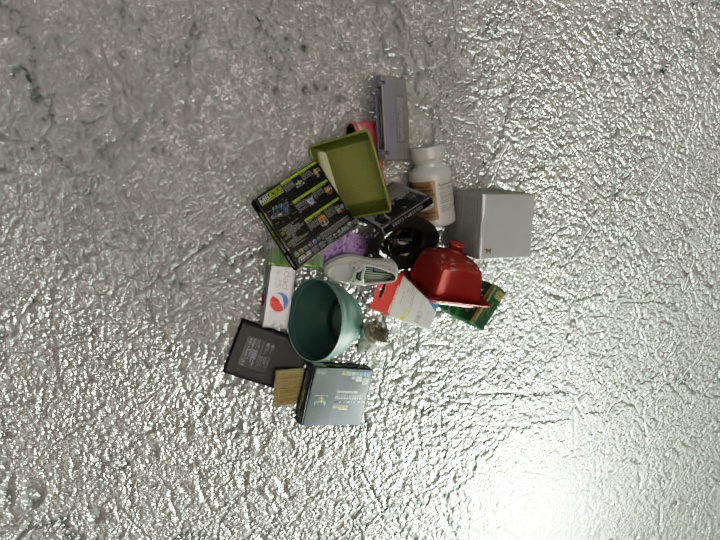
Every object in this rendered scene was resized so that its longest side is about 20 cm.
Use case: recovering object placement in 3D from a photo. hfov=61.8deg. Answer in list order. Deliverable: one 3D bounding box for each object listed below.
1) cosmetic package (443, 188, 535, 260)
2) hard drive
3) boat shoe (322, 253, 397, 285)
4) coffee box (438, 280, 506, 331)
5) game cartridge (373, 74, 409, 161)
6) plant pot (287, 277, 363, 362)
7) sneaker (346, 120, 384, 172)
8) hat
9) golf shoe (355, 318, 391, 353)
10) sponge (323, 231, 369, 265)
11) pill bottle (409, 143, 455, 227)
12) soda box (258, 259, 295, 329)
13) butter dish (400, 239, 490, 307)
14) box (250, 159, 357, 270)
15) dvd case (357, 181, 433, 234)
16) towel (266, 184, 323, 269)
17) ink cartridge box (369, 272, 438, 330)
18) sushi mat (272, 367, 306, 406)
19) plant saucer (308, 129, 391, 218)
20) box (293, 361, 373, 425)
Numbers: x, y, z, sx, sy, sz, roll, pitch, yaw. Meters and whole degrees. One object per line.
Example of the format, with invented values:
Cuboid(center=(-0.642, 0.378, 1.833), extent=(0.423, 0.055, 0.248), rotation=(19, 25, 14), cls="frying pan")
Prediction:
Cuboid(center=(0.340, -0.130, 1.619), extent=(0.162, 0.199, 0.173), rotation=(-2, 102, -20), cls="cosmetic package")
Cuboid(center=(-0.238, 0.223, 1.552), extent=(0.196, 0.033, 0.143), rotation=(22, 92, -23), cls="hard drive")
Cuboid(center=(0.000, 0.000, 1.529), extent=(0.193, 0.067, 0.076), rotation=(-4, 114, -2), cls="boat shoe")
Cuboid(center=(0.299, 0.080, 1.642), extent=(0.044, 0.199, 0.124), rotation=(36, 87, -23), cls="coffee box")
Cuboid(center=(0.080, -0.382, 1.522), extent=(0.129, 0.037, 0.207), rotation=(-17, 106, -59), cls="game cartridge")
Cuboid(center=(-0.075, 0.126, 1.527), extent=(0.132, 0.197, 0.206), rotation=(6, 99, -49), cls="plant pot")
Cuboid(center=(0.038, -0.288, 1.529), extent=(0.085, 0.073, 0.205), rotation=(-22, 94, -25), cls="sneaker")
Cuboid(center=(0.103, -0.093, 1.570), extent=(0.195, 0.082, 0.204), rotation=(-10, 139, -9), cls="hat")
Cuboid(center=(0.027, 0.187, 1.568), extent=(0.078, 0.200, 0.097), rotation=(44, 94, 9), cls="golf shoe")
Cuboid(center=(-0.042, -0.050, 1.578), extent=(0.196, 0.030, 0.114), rotation=(21, 92, -24), cls="sponge")
Cuboid(center=(0.186, -0.223, 1.588), extent=(0.111, 0.114, 0.206), rotation=(-13, 105, -18), cls="pill bottle")
Cuboid(center=(-0.207, 0.039, 1.513), extent=(0.066, 0.063, 0.206), rotation=(6, 97, -21), cls="soda box")
Cuboid(center=(0.229, -0.005, 1.540), extent=(0.194, 0.200, 0.152), rotation=(7, 110, -23), cls="butter dish")
Cuboid(center=(-0.134, -0.136, 1.462), extent=(0.199, 0.047, 0.195), rotation=(-37, 92, -26), cls="box")
Cuboid(center=(0.073, -0.161, 1.509), extent=(0.148, 0.200, 0.025), rotation=(-33, 117, -11), cls="dvd case")
Cuboid(center=(-0.159, -0.108, 1.480), extent=(0.145, 0.031, 0.206), rotation=(2, 75, -21), cls="towel")
Cuboid(center=(0.115, 0.074, 1.642), extent=(0.196, 0.067, 0.119), rotation=(21, 92, -23), cls="ink cartridge box")
Cuboid(center=(-0.143, 0.301, 1.587), extent=(0.196, 0.012, 0.099), rotation=(1, 104, -35), cls="sushi mat")
Cuboid(center=(-0.017, -0.235, 1.488), extent=(0.048, 0.196, 0.205), rotation=(-36, 114, -48), cls="plant saucer")
Cuboid(center=(-0.069, 0.329, 1.606), extent=(0.196, 0.051, 0.162), rotation=(10, 98, -35), cls="box")
